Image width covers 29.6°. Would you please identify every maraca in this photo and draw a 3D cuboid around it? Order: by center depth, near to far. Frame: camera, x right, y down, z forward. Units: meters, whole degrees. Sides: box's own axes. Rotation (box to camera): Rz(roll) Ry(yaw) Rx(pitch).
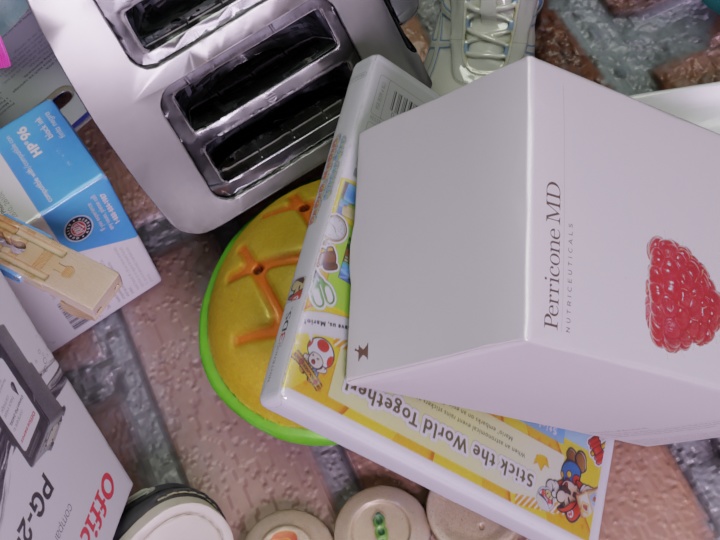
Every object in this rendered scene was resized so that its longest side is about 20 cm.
[{"bbox_3d":[0.000,0.000,0.712,0.137,0.107,0.201,30,69,14],"label":"maraca"}]

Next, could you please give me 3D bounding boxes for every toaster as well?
[{"bbox_3d":[-0.082,-0.140,0.719,0.199,0.181,0.119,-31,27,-3],"label":"toaster"}]

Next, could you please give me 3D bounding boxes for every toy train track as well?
[{"bbox_3d":[-0.204,-0.022,0.667,0.199,0.033,0.115,24,61,16],"label":"toy train track"}]

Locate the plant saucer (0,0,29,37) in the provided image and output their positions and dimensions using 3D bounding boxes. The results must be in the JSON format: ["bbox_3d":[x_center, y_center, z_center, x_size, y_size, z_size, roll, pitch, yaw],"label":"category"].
[{"bbox_3d":[-0.240,-0.232,0.788,0.039,0.201,0.201,-4,49,-46],"label":"plant saucer"}]

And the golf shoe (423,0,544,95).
[{"bbox_3d":[0.068,-0.138,0.782,0.078,0.097,0.201,4,65,8],"label":"golf shoe"}]

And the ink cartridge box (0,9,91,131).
[{"bbox_3d":[-0.239,-0.122,0.849,0.200,0.041,0.200,39,74,25],"label":"ink cartridge box"}]

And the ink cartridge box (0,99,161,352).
[{"bbox_3d":[-0.219,0.012,0.733,0.199,0.116,0.068,-34,61,-10],"label":"ink cartridge box"}]

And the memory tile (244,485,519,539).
[{"bbox_3d":[0.025,0.198,0.657,0.152,0.017,0.201,-13,61,1],"label":"memory tile"}]

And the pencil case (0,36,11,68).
[{"bbox_3d":[-0.284,-0.138,0.770,0.088,0.089,0.200,-45,52,-15],"label":"pencil case"}]

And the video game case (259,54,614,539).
[{"bbox_3d":[0.056,0.020,0.667,0.023,0.199,0.183,-19,48,50],"label":"video game case"}]

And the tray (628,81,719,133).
[{"bbox_3d":[0.209,-0.015,0.738,0.107,0.022,0.201,-9,62,4],"label":"tray"}]

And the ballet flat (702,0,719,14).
[{"bbox_3d":[0.205,-0.188,0.800,0.199,0.071,0.071,30,70,24],"label":"ballet flat"}]

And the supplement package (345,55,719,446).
[{"bbox_3d":[0.107,0.003,0.619,0.119,0.199,0.122,-18,64,51],"label":"supplement package"}]

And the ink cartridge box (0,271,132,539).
[{"bbox_3d":[-0.191,0.081,0.591,0.083,0.201,0.146,-13,33,19],"label":"ink cartridge box"}]

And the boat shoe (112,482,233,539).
[{"bbox_3d":[-0.150,0.180,0.681,0.200,0.073,0.063,-39,21,-6],"label":"boat shoe"}]
